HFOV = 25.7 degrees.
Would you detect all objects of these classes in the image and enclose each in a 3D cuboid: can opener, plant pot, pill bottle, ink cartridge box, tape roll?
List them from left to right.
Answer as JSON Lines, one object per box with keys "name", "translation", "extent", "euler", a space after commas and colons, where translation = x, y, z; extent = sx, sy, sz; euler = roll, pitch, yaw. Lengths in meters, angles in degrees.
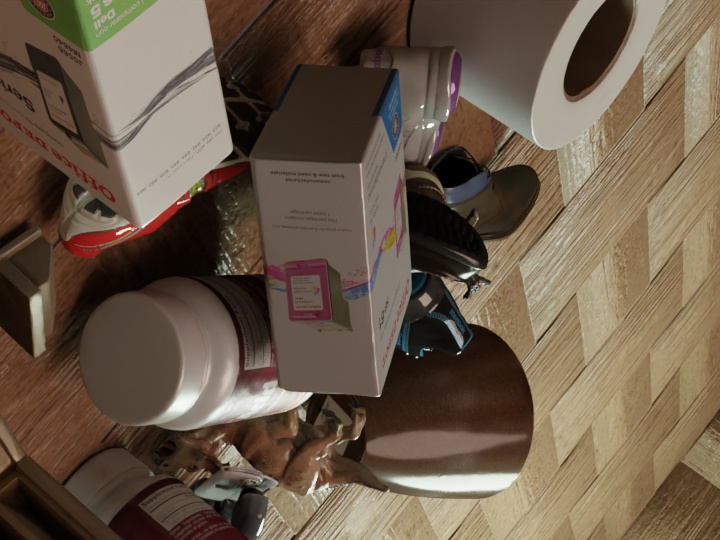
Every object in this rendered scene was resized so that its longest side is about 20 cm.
{"name": "ink cartridge box", "translation": [-0.158, -0.140, 0.878], "extent": [0.084, 0.145, 0.201], "euler": [-43, 153, -23]}
{"name": "pill bottle", "translation": [-0.157, 0.242, 1.301], "extent": [0.114, 0.199, 0.115], "euler": [-41, 152, -28]}
{"name": "pill bottle", "translation": [-0.119, 0.062, 1.230], "extent": [0.199, 0.114, 0.115], "euler": [-2, 124, -61]}
{"name": "can opener", "translation": [-0.131, 0.220, 1.390], "extent": [0.200, 0.053, 0.068], "euler": [136, -36, -54]}
{"name": "ink cartridge box", "translation": [-0.016, -0.029, 1.161], "extent": [0.145, 0.084, 0.202], "euler": [-70, 160, -54]}
{"name": "plant pot", "translation": [0.045, 0.154, 1.630], "extent": [0.199, 0.187, 0.188], "euler": [-3, 125, -43]}
{"name": "tape roll", "translation": [0.155, -0.226, 1.363], "extent": [0.203, 0.139, 0.204], "euler": [-43, 153, -28]}

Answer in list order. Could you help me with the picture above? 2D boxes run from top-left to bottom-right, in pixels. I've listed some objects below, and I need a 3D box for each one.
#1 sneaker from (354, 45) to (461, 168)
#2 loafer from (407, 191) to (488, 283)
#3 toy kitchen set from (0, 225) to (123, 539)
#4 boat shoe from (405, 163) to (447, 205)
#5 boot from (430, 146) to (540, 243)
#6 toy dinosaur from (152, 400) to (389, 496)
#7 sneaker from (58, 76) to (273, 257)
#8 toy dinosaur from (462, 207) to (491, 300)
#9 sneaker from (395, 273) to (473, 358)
{"name": "sneaker", "translation": [0.027, -0.143, 1.331], "extent": [0.200, 0.098, 0.076], "euler": [108, -13, -72]}
{"name": "loafer", "translation": [0.007, -0.027, 1.296], "extent": [0.073, 0.198, 0.072], "euler": [-76, -176, -61]}
{"name": "toy kitchen set", "translation": [-0.212, 0.092, 1.029], "extent": [0.163, 0.180, 0.201], "euler": [-40, 156, -32]}
{"name": "boat shoe", "translation": [-0.004, -0.003, 1.369], "extent": [0.074, 0.075, 0.202], "euler": [29, 115, -32]}
{"name": "boot", "translation": [0.122, -0.080, 1.566], "extent": [0.199, 0.075, 0.098], "euler": [-33, 151, -38]}
{"name": "toy dinosaur", "translation": [-0.075, 0.164, 1.425], "extent": [0.136, 0.199, 0.086], "euler": [-59, -175, 14]}
{"name": "sneaker", "translation": [-0.140, -0.073, 1.118], "extent": [0.199, 0.077, 0.085], "euler": [-32, 168, -40]}
{"name": "toy dinosaur", "translation": [0.067, -0.012, 1.422], "extent": [0.047, 0.199, 0.089], "euler": [-37, 106, -21]}
{"name": "sneaker", "translation": [0.026, 0.049, 1.436], "extent": [0.073, 0.082, 0.199], "euler": [-48, -163, -20]}
